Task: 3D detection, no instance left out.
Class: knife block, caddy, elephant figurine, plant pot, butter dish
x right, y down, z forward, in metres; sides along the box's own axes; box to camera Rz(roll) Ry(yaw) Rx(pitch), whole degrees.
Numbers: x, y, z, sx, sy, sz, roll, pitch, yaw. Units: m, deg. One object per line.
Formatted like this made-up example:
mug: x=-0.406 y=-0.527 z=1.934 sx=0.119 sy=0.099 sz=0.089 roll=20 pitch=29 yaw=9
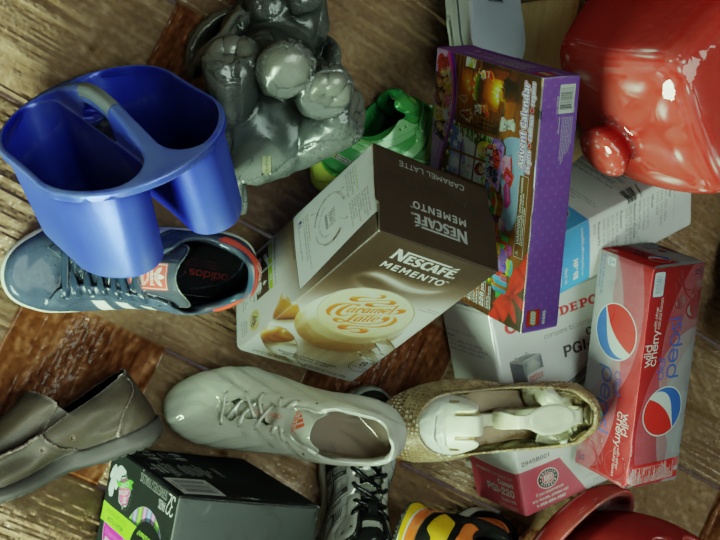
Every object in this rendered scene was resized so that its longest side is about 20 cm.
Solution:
knife block: x=0.163 y=-0.194 z=1.201 sx=0.200 sy=0.064 sz=0.176 roll=-40 pitch=120 yaw=-49
caddy: x=-0.174 y=-0.084 z=1.012 sx=0.141 sy=0.200 sz=0.105 roll=-30 pitch=127 yaw=-22
elephant figurine: x=-0.065 y=-0.173 z=1.100 sx=0.155 sy=0.200 sz=0.142 roll=-18 pitch=135 yaw=9
plant pot: x=0.235 y=0.310 z=1.271 sx=0.200 sy=0.182 sz=0.201 roll=-37 pitch=147 yaw=-29
butter dish: x=0.232 y=-0.132 z=1.114 sx=0.148 sy=0.200 sz=0.200 roll=-41 pitch=125 yaw=-21

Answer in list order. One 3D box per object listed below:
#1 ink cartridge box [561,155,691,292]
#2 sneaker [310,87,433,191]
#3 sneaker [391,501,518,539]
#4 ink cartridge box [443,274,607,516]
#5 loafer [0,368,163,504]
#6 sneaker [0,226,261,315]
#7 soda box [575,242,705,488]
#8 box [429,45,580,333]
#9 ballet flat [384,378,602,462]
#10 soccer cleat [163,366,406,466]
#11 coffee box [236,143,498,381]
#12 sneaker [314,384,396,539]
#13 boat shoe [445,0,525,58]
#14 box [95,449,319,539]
ink cartridge box: x=0.212 y=-0.067 z=1.255 sx=0.200 sy=0.116 sz=0.067 roll=-26 pitch=130 yaw=-22
sneaker: x=0.051 y=-0.114 z=1.192 sx=0.199 sy=0.074 sz=0.084 roll=-12 pitch=108 yaw=-26
sneaker: x=0.106 y=0.250 z=1.237 sx=0.200 sy=0.090 sz=0.070 roll=23 pitch=84 yaw=-57
ink cartridge box: x=0.167 y=0.099 z=1.284 sx=0.145 sy=0.085 sz=0.201 roll=-19 pitch=105 yaw=-25
loafer: x=-0.252 y=0.127 z=1.077 sx=0.200 sy=0.073 sz=0.071 roll=-19 pitch=96 yaw=-30
sneaker: x=-0.171 y=0.000 z=1.074 sx=0.199 sy=0.085 sz=0.075 roll=-5 pitch=102 yaw=-16
soda box: x=0.239 y=0.081 z=1.215 sx=0.063 sy=0.070 sz=0.201 roll=-6 pitch=109 yaw=-33
box: x=0.107 y=-0.067 z=1.111 sx=0.039 sy=0.137 sz=0.201 roll=-8 pitch=111 yaw=-30
ballet flat: x=0.109 y=0.123 z=1.180 sx=0.199 sy=0.065 sz=0.071 roll=-7 pitch=89 yaw=-10
soccer cleat: x=-0.061 y=0.119 z=1.135 sx=0.199 sy=0.078 sz=0.070 roll=7 pitch=96 yaw=-1
coffee box: x=0.000 y=0.000 z=1.108 sx=0.114 sy=0.200 sz=0.080 roll=17 pitch=52 yaw=-29
sneaker: x=0.004 y=0.201 z=1.209 sx=0.075 sy=0.088 sz=0.201 roll=11 pitch=91 yaw=-27
boat shoe: x=0.097 y=-0.252 z=1.200 sx=0.073 sy=0.065 sz=0.201 roll=11 pitch=72 yaw=-22
box: x=-0.134 y=0.257 z=1.108 sx=0.124 sy=0.148 sz=0.201 roll=10 pitch=94 yaw=-30
